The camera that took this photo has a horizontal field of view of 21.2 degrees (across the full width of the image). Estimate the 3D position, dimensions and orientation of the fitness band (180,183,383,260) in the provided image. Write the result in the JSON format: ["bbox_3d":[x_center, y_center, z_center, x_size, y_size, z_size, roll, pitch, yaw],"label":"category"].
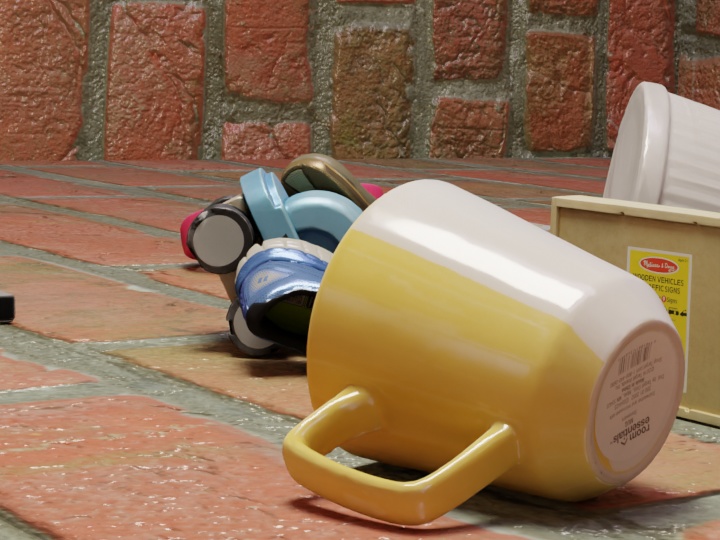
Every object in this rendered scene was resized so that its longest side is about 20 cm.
[{"bbox_3d":[-0.074,-0.047,1.843,0.199,0.038,0.144,-11,-11,4],"label":"fitness band"}]

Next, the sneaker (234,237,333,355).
[{"bbox_3d":[0.012,0.040,1.286,0.199,0.079,0.089,9,30,-4],"label":"sneaker"}]

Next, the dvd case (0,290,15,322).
[{"bbox_3d":[-0.377,0.019,1.494,0.150,0.025,0.200,-2,9,-35],"label":"dvd case"}]

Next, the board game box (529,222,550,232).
[{"bbox_3d":[0.095,-0.012,1.757,0.195,0.056,0.200,-2,8,-34],"label":"board game box"}]

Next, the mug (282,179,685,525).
[{"bbox_3d":[0.068,0.060,0.961,0.153,0.187,0.149,19,-17,38],"label":"mug"}]

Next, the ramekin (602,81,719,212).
[{"bbox_3d":[0.232,-0.034,1.430,0.094,0.204,0.202,11,7,0],"label":"ramekin"}]

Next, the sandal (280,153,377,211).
[{"bbox_3d":[0.006,-0.031,1.475,0.080,0.054,0.200,-6,-41,30],"label":"sandal"}]

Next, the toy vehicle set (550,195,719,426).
[{"bbox_3d":[0.191,0.024,1.193,0.026,0.125,0.200,-3,9,-36],"label":"toy vehicle set"}]

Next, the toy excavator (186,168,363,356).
[{"bbox_3d":[0.000,0.000,1.375,0.199,0.195,0.100,-26,4,5],"label":"toy excavator"}]
